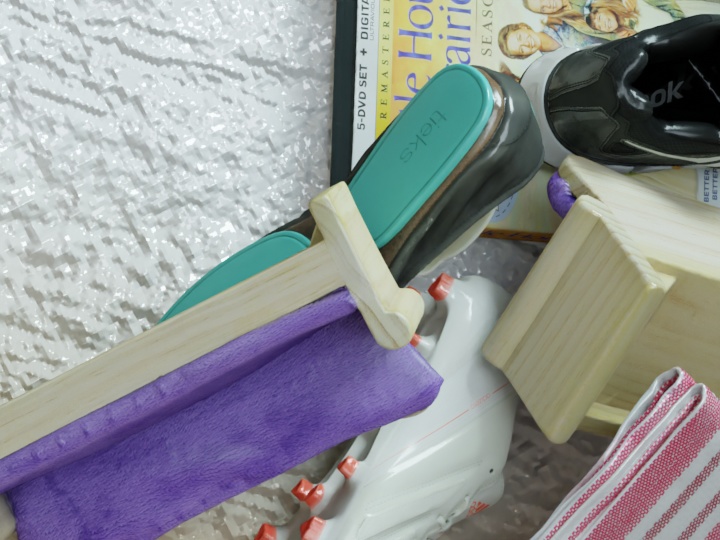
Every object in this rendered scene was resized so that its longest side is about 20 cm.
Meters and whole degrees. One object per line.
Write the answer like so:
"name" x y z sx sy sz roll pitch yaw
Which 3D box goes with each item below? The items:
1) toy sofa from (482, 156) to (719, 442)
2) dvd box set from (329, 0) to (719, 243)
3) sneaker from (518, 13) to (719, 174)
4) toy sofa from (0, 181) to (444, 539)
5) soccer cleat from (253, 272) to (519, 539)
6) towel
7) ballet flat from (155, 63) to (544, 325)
"toy sofa" 0.152 0.031 1.162 0.199 0.098 0.083 15 118 -34
"dvd box set" 0.084 -0.085 1.202 0.199 0.029 0.147 6 82 -20
"sneaker" 0.171 -0.075 1.169 0.199 0.090 0.067 -4 86 -22
"toy sofa" -0.070 0.053 1.058 0.199 0.083 0.098 -27 91 6
"soccer cleat" 0.018 0.093 1.138 0.077 0.069 0.201 37 70 -16
"towel" 0.138 0.139 1.138 0.146 0.030 0.200 -47 130 3
"ballet flat" 0.000 0.000 1.125 0.200 0.068 0.068 -40 142 11
